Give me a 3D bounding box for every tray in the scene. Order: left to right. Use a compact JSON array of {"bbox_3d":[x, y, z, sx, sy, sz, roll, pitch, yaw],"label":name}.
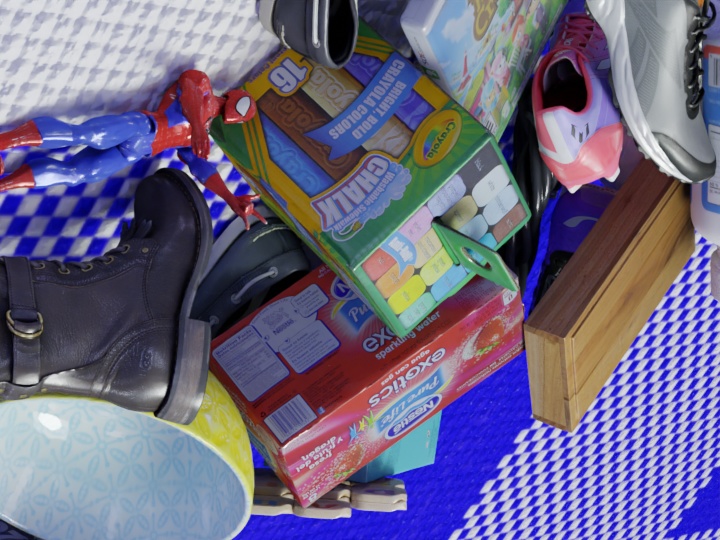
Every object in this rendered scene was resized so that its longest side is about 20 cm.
[{"bbox_3d":[0.182,0.011,1.548,0.200,0.037,0.099,-52,148,-34],"label":"tray"}]

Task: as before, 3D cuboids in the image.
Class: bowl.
[{"bbox_3d":[-0.159,0.092,1.406,0.201,0.199,0.108,85,12,-54],"label":"bowl"}]

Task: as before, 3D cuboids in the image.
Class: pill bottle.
[{"bbox_3d":[0.289,-0.079,1.536,0.112,0.112,0.201,-19,114,-40],"label":"pill bottle"}]

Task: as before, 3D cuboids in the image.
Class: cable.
[{"bbox_3d":[0.117,-0.051,1.601,0.200,0.051,0.164,95,15,-69],"label":"cable"}]

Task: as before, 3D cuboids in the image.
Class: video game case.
[{"bbox_3d":[0.098,-0.195,1.414,0.201,0.022,0.182,-62,155,-16],"label":"video game case"}]

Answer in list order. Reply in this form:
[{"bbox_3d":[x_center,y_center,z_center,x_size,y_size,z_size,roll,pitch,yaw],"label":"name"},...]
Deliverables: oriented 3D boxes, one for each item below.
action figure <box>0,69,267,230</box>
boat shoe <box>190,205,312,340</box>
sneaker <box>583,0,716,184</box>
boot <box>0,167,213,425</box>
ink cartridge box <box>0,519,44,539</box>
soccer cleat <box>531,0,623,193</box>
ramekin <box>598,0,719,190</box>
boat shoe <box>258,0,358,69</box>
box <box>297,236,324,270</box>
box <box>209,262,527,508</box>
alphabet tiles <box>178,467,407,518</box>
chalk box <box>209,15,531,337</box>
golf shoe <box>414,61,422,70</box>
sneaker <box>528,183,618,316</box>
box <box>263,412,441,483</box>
[{"bbox_3d":[-0.127,-0.062,1.291,0.199,0.099,0.065,-24,146,-38],"label":"action figure"},{"bbox_3d":[-0.101,0.051,1.499,0.073,0.062,0.200,6,123,-55],"label":"boat shoe"},{"bbox_3d":[0.205,-0.152,1.458,0.079,0.201,0.074,-13,-162,25],"label":"sneaker"},{"bbox_3d":[-0.179,0.005,1.294,0.173,0.201,0.069,11,138,-20],"label":"boot"},{"bbox_3d":[-0.187,0.212,1.455,0.199,0.197,0.047,-14,121,-45],"label":"ink cartridge box"},{"bbox_3d":[0.152,-0.139,1.504,0.066,0.201,0.077,-15,129,22],"label":"soccer cleat"},{"bbox_3d":[0.247,-0.138,1.673,0.200,0.105,0.201,-33,149,-23],"label":"ramekin"},{"bbox_3d":[0.004,-0.212,1.299,0.072,0.063,0.201,-11,136,-46],"label":"boat shoe"},{"bbox_3d":[0.000,0.000,1.561,0.082,0.068,0.201,-30,148,-24],"label":"box"},{"bbox_3d":[0.006,0.052,1.464,0.200,0.100,0.096,-35,150,-12],"label":"box"},{"bbox_3d":[-0.066,0.154,1.556,0.196,0.199,0.015,-86,180,-87],"label":"alphabet tiles"},{"bbox_3d":[0.020,-0.050,1.384,0.124,0.200,0.125,-42,151,-4],"label":"chalk box"},{"bbox_3d":[0.077,-0.082,1.527,0.078,0.097,0.201,-20,141,-27],"label":"golf shoe"},{"bbox_3d":[0.167,0.013,1.651,0.200,0.069,0.100,94,13,-63],"label":"sneaker"},{"bbox_3d":[-0.002,0.123,1.638,0.200,0.082,0.050,3,95,-73],"label":"box"}]
